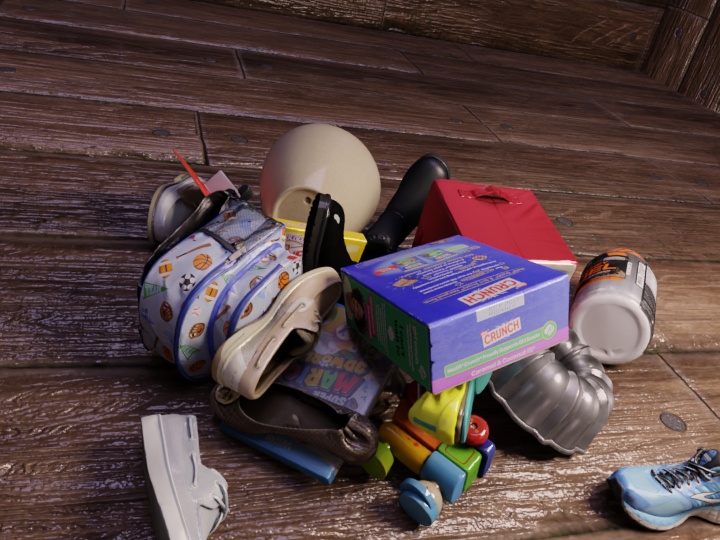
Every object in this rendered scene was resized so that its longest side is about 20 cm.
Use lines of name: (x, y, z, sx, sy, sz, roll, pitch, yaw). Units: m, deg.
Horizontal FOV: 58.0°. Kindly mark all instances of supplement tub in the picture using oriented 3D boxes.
supplement tub: (0.399, 0.048, 1.018, 0.121, 0.124, 0.200, 23, 31, 15)

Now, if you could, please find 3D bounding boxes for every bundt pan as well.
bundt pan: (0.237, 0.122, 0.814, 0.200, 0.076, 0.203, 30, 28, -17)

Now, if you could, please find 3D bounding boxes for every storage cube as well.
storage cube: (0.180, -0.004, 0.948, 0.167, 0.203, 0.181, 4, 38, -15)

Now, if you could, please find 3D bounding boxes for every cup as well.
cup: (-0.073, -0.106, 0.994, 0.196, 0.204, 0.144, 14, 27, 1)

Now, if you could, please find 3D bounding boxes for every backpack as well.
backpack: (-0.164, 0.037, 0.772, 0.153, 0.203, 0.189, 32, 48, 31)

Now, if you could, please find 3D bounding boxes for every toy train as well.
toy train: (0.038, 0.179, 0.718, 0.198, 0.086, 0.115, 32, 49, 28)

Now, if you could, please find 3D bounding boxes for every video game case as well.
video game case: (-0.046, 0.124, 0.736, 0.141, 0.018, 0.201, 18, 53, 23)

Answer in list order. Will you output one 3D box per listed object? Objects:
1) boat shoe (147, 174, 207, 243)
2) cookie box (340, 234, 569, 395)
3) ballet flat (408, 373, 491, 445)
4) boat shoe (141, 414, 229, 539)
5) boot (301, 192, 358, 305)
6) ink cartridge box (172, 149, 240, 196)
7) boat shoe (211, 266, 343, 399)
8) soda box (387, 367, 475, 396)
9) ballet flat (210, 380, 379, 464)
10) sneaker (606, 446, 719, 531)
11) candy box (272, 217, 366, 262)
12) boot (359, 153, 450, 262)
boat shoe: (-0.280, -0.104, 1.039, 0.067, 0.076, 0.201, 7, 30, 1)
cookie box: (0.093, 0.035, 0.697, 0.168, 0.077, 0.199, -16, 20, -21)
ballet flat: (0.099, 0.112, 0.688, 0.066, 0.068, 0.200, 7, 22, 20)
boat shoe: (-0.157, 0.204, 0.599, 0.070, 0.071, 0.201, -6, 34, -24)
boot: (0.000, -0.001, 0.859, 0.154, 0.214, 0.080, 2, 35, -9)
ink cartridge box: (-0.190, -0.095, 0.983, 0.043, 0.174, 0.200, -38, 47, -5)
boat shoe: (-0.074, 0.068, 0.720, 0.064, 0.073, 0.200, 25, 43, 25)
soda box: (0.057, 0.109, 0.837, 0.196, 0.069, 0.064, 12, 31, -4)
ballet flat: (-0.072, 0.147, 0.675, 0.196, 0.047, 0.068, 15, 51, 21)
sneaker: (0.373, 0.234, 0.740, 0.196, 0.091, 0.079, 2, 32, -16)
candy box: (-0.096, -0.019, 0.920, 0.196, 0.104, 0.027, 8, 29, -27)
boot: (0.062, -0.076, 1.022, 0.076, 0.201, 0.169, 36, 30, -3)
